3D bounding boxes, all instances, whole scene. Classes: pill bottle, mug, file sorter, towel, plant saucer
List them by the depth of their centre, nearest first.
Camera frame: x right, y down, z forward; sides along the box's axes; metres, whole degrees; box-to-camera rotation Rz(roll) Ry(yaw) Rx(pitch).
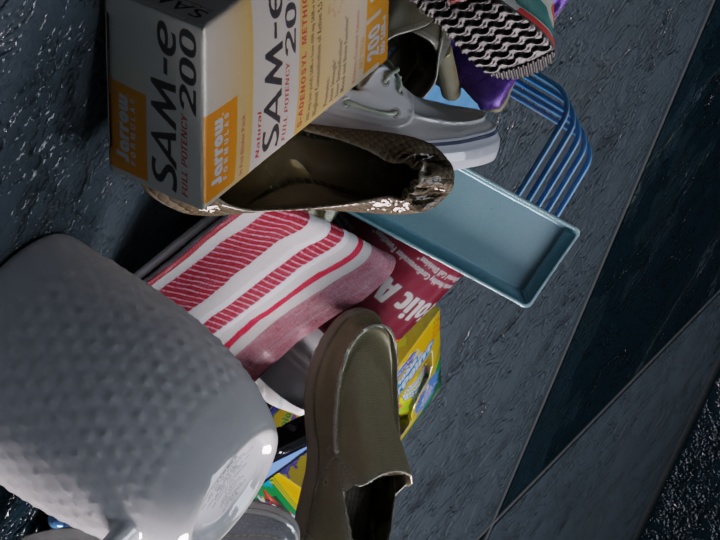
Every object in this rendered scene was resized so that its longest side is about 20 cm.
[{"bbox_3d":[-0.158,0.101,1.369,0.200,0.175,0.148,-48,160,-30],"label":"mug"},{"bbox_3d":[-0.074,0.013,1.562,0.144,0.023,0.200,-38,153,14],"label":"towel"},{"bbox_3d":[0.054,-0.046,1.616,0.070,0.199,0.019,-56,-156,15],"label":"plant saucer"},{"bbox_3d":[0.000,0.000,1.700,0.200,0.114,0.114,-46,166,12],"label":"pill bottle"},{"bbox_3d":[0.099,-0.093,1.840,0.139,0.122,0.200,-59,166,-1],"label":"file sorter"}]

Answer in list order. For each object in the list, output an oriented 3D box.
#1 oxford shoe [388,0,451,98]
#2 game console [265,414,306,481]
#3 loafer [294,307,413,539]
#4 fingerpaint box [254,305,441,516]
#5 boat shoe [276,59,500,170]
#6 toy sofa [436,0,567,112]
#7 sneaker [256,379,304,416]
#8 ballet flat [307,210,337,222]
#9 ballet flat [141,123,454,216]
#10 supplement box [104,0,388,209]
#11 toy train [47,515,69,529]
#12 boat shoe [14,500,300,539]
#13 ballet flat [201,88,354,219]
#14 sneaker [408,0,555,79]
[{"bbox_3d":[0.047,-0.186,1.609,0.075,0.058,0.201,38,74,-32],"label":"oxford shoe"},{"bbox_3d":[-0.091,0.204,1.712,0.176,0.117,0.200,-23,170,-40],"label":"game console"},{"bbox_3d":[0.002,0.127,1.625,0.076,0.068,0.201,7,89,-51],"label":"loafer"},{"bbox_3d":[-0.011,0.125,2.005,0.200,0.073,0.167,-52,162,-21],"label":"fingerpaint box"},{"bbox_3d":[0.002,-0.106,1.492,0.199,0.074,0.067,1,109,-24],"label":"boat shoe"},{"bbox_3d":[0.108,-0.222,1.703,0.200,0.097,0.083,-54,163,-11],"label":"toy sofa"},{"bbox_3d":[-0.011,0.052,1.874,0.200,0.080,0.071,-47,158,-38],"label":"sneaker"},{"bbox_3d":[-0.027,-0.081,1.638,0.200,0.071,0.071,-57,163,-13],"label":"ballet flat"},{"bbox_3d":[-0.038,-0.061,1.439,0.046,0.199,0.068,-140,-124,-75],"label":"ballet flat"},{"bbox_3d":[-0.062,-0.143,1.366,0.200,0.073,0.126,-43,146,-42],"label":"supplement box"},{"bbox_3d":[-0.156,0.160,1.599,0.114,0.087,0.200,3,139,-23],"label":"toy train"},{"bbox_3d":[-0.138,0.200,1.535,0.075,0.201,0.065,84,-2,-50],"label":"boat shoe"},{"bbox_3d":[-0.040,-0.099,1.559,0.200,0.068,0.063,-59,179,6],"label":"ballet flat"},{"bbox_3d":[0.065,-0.221,1.559,0.200,0.070,0.094,45,38,-33],"label":"sneaker"}]
